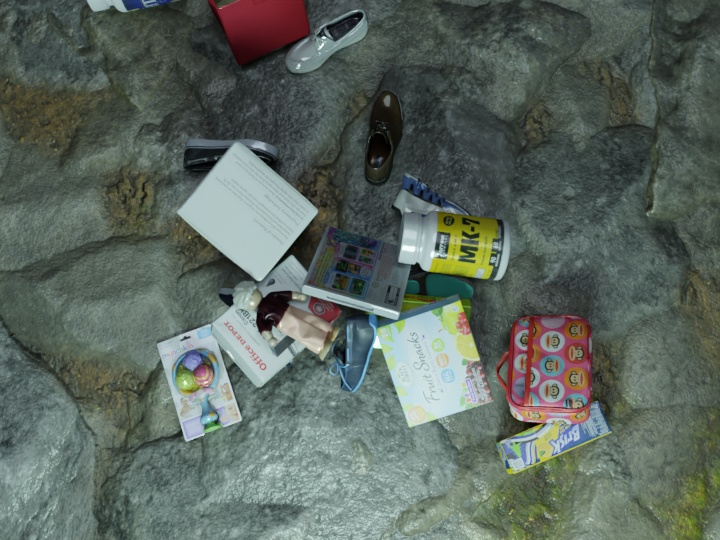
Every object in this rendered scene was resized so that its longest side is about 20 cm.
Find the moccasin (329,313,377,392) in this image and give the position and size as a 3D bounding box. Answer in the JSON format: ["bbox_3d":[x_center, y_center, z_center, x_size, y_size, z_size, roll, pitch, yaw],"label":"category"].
[{"bbox_3d":[-0.020,0.146,1.438,0.067,0.201,0.081,6,39,-10],"label":"moccasin"}]

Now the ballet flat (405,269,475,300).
[{"bbox_3d":[0.124,0.019,1.520,0.198,0.073,0.074,0,77,7],"label":"ballet flat"}]

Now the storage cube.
[{"bbox_3d":[-0.220,-0.567,1.593,0.199,0.180,0.172,-26,68,-6],"label":"storage cube"}]

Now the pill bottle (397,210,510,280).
[{"bbox_3d":[0.172,-0.050,1.457,0.198,0.114,0.116,7,77,-2],"label":"pill bottle"}]

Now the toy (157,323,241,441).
[{"bbox_3d":[-0.314,0.212,1.495,0.114,0.047,0.202,-20,78,-5],"label":"toy"}]

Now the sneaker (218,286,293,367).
[{"bbox_3d":[-0.203,0.114,1.504,0.199,0.070,0.109,26,77,4],"label":"sneaker"}]

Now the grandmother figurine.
[{"bbox_3d":[-0.138,0.083,1.371,0.199,0.061,0.122,31,43,0],"label":"grandmother figurine"}]

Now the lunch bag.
[{"bbox_3d":[0.340,0.181,1.444,0.174,0.082,0.202,-1,56,18],"label":"lunch bag"}]

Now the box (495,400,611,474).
[{"bbox_3d":[0.356,0.311,1.444,0.198,0.070,0.065,-21,75,-3],"label":"box"}]

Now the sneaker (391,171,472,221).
[{"bbox_3d":[0.141,-0.097,1.546,0.198,0.081,0.116,33,103,-6],"label":"sneaker"}]

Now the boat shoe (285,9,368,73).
[{"bbox_3d":[-0.071,-0.487,1.639,0.199,0.069,0.073,-25,78,-5],"label":"boat shoe"}]

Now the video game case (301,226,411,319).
[{"bbox_3d":[0.000,0.000,1.452,0.180,0.024,0.201,15,38,2],"label":"video game case"}]

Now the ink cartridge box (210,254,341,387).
[{"bbox_3d":[-0.158,0.094,1.435,0.200,0.084,0.144,-41,87,-18],"label":"ink cartridge box"}]

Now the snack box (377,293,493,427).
[{"bbox_3d":[0.135,0.167,1.440,0.167,0.068,0.202,-18,98,6],"label":"snack box"}]

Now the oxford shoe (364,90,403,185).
[{"bbox_3d":[0.049,-0.281,1.582,0.072,0.084,0.202,5,76,4],"label":"oxford shoe"}]

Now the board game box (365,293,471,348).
[{"bbox_3d":[0.107,0.101,1.490,0.198,0.048,0.103,5,105,3],"label":"board game box"}]

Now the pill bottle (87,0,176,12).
[{"bbox_3d":[-0.483,-0.618,1.654,0.198,0.120,0.121,-13,77,-1],"label":"pill bottle"}]

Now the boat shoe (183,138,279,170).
[{"bbox_3d":[-0.265,-0.225,1.580,0.197,0.074,0.069,5,73,3],"label":"boat shoe"}]

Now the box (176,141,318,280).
[{"bbox_3d":[-0.214,-0.107,1.460,0.200,0.199,0.172,39,85,-9],"label":"box"}]
